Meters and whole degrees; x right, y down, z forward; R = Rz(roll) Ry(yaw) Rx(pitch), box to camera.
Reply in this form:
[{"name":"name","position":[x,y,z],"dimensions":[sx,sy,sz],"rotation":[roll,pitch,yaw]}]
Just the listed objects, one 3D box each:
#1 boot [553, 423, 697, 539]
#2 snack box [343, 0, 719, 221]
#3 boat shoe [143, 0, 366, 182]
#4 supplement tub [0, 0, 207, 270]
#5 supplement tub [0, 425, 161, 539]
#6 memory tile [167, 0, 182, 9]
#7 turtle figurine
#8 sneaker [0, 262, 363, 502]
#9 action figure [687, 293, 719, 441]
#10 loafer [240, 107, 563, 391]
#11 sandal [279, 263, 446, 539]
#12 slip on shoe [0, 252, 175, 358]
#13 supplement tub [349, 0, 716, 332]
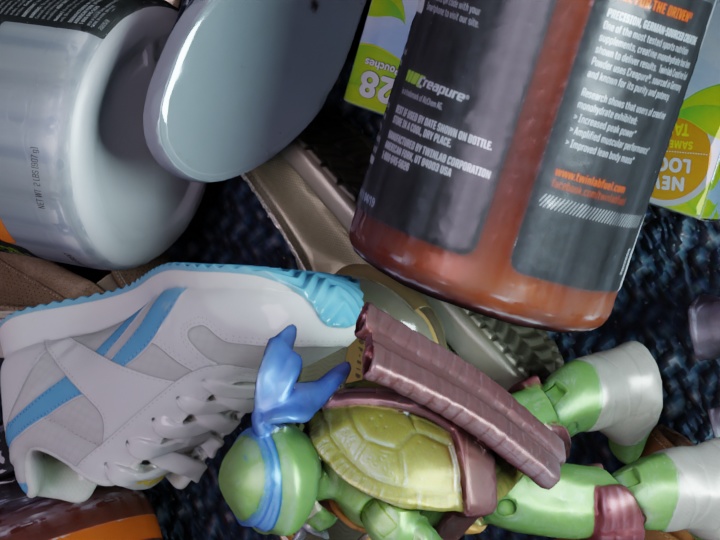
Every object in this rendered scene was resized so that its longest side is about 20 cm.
[{"name":"boot","position":[0.146,0.172,0.730],"dimensions":[0.199,0.074,0.155],"rotation":[37,101,19]},{"name":"snack box","position":[0.102,-0.139,0.759],"dimensions":[0.167,0.068,0.202],"rotation":[19,99,25]},{"name":"boat shoe","position":[-0.045,-0.122,0.794],"dimensions":[0.090,0.071,0.201],"rotation":[5,58,51]},{"name":"supplement tub","position":[-0.176,-0.073,0.847],"dimensions":[0.198,0.122,0.124],"rotation":[9,93,27]},{"name":"supplement tub","position":[-0.130,0.170,0.837],"dimensions":[0.106,0.107,0.202],"rotation":[-24,79,24]},{"name":"memory tile","position":[-0.125,-0.121,0.899],"dimensions":[0.199,0.017,0.154],"rotation":[-32,75,23]},{"name":"turtle figurine","position":[0.036,0.106,0.686],"dimensions":[0.144,0.192,0.202],"rotation":[-3,95,65]},{"name":"sneaker","position":[-0.071,0.044,0.741],"dimensions":[0.199,0.076,0.082],"rotation":[-18,72,44]},{"name":"action figure","position":[0.226,0.020,0.697],"dimensions":[0.198,0.069,0.132],"rotation":[-13,76,22]},{"name":"loafer","position":[0.000,0.000,0.801],"dimensions":[0.200,0.075,0.068],"rotation":[48,112,16]},{"name":"sandal","position":[-0.005,0.093,0.778],"dimensions":[0.080,0.054,0.202],"rotation":[17,125,21]},{"name":"slip on shoe","position":[-0.099,0.019,0.855],"dimensions":[0.198,0.076,0.061],"rotation":[9,97,34]},{"name":"supplement tub","position":[0.072,-0.086,0.677],"dimensions":[0.106,0.107,0.202],"rotation":[23,101,25]}]
